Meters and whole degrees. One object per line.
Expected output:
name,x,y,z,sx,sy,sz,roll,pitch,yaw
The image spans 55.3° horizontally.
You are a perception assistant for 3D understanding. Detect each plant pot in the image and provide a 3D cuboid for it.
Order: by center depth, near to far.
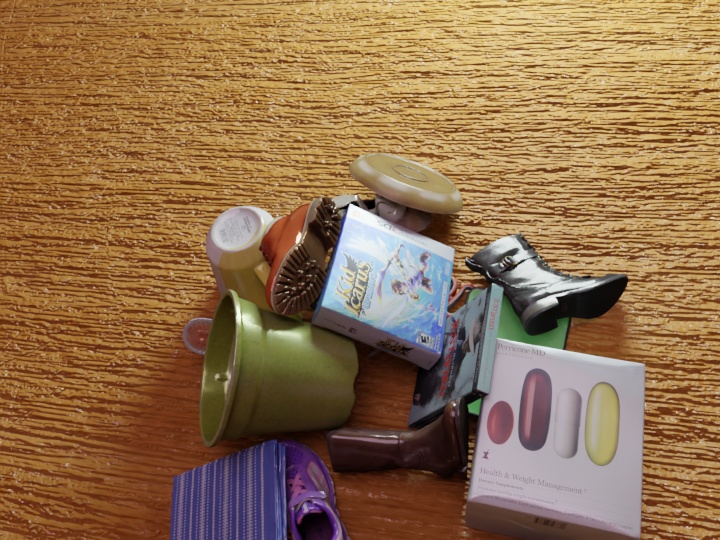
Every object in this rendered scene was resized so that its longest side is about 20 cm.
plant pot,-0.107,0.141,0.930,0.181,0.201,0.203,11,54,-22
plant pot,0.077,-0.147,1.108,0.196,0.028,0.201,17,23,-8

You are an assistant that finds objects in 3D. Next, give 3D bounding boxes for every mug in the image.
mug,-0.155,-0.015,1.073,0.183,0.154,0.151,16,61,20

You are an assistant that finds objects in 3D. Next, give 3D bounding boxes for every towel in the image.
towel,-0.175,0.318,0.906,0.198,0.024,0.147,-24,54,26

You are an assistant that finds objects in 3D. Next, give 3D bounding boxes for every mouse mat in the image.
mouse mat,0.211,0.125,0.991,0.158,0.008,0.202,14,61,14

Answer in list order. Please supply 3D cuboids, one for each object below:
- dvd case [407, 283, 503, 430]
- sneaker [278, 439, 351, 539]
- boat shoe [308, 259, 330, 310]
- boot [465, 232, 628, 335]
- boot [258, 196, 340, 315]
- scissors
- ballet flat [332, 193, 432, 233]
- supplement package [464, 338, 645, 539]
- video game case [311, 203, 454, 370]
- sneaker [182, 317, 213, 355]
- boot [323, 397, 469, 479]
dvd case,0.124,0.120,0.915,0.022,0.200,0.148,22,60,-13
sneaker,-0.069,0.303,0.894,0.079,0.089,0.202,-27,56,-5
boat shoe,0.000,0.000,1.080,0.201,0.072,0.060,-42,55,-18
boot,0.277,0.000,1.029,0.196,0.070,0.175,-15,44,-14
boot,-0.101,-0.013,0.949,0.106,0.076,0.202,-11,39,29
scissors,0.097,0.082,1.043,0.073,0.014,0.200,37,70,26
ballet flat,0.013,-0.089,1.068,0.196,0.068,0.069,-4,48,5
supplement package,0.236,0.218,0.844,0.187,0.148,0.203,8,61,12
video game case,0.039,0.018,0.983,0.178,0.046,0.202,21,49,-9
sneaker,-0.168,0.110,1.046,0.196,0.080,0.073,16,89,-4
boot,0.039,0.214,0.872,0.196,0.188,0.065,3,49,11
